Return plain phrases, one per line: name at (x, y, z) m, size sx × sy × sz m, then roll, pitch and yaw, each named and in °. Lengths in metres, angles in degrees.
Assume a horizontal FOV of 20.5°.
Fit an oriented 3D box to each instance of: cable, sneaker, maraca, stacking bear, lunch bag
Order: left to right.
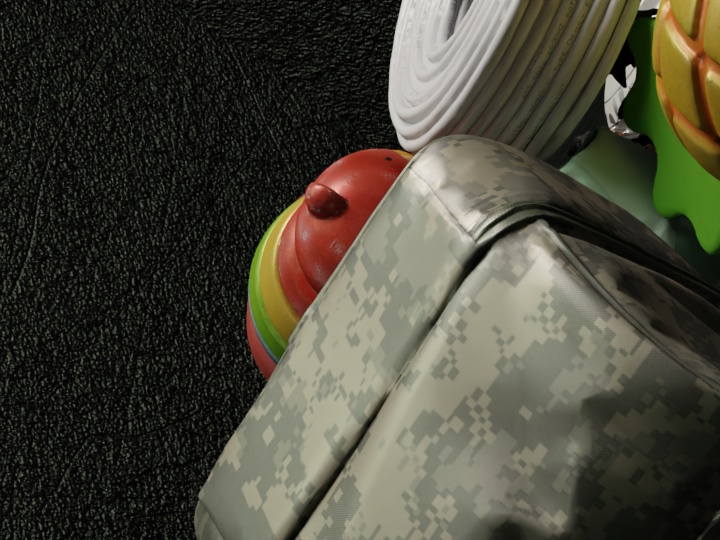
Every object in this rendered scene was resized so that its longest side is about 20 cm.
stacking bear at (0.000, 0.000, 1.003) m, size 0.114 × 0.121 × 0.200 m, roll -52°, pitch -5°, yaw -16°
lunch bag at (0.054, 0.082, 0.677) m, size 0.200 × 0.139 × 0.168 m, roll -55°, pitch 35°, yaw 12°
cable at (0.080, -0.142, 0.979) m, size 0.200 × 0.069 × 0.201 m, roll 141°, pitch 147°, yaw -63°
sneaker at (0.101, 0.022, 0.915) m, size 0.201 × 0.118 × 0.074 m, roll -59°, pitch 4°, yaw -36°
maraca at (0.170, -0.085, 0.835) m, size 0.106 × 0.138 × 0.200 m, roll -6°, pitch -18°, yaw -27°

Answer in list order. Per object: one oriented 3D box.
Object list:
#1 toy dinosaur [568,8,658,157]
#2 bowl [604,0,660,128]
toy dinosaur at (0.183, -0.100, 1.041) m, size 0.199 × 0.136 × 0.102 m, roll -16°, pitch -36°, yaw -42°
bowl at (0.219, -0.149, 1.331) m, size 0.201 × 0.094 × 0.201 m, roll -57°, pitch 2°, yaw 3°
